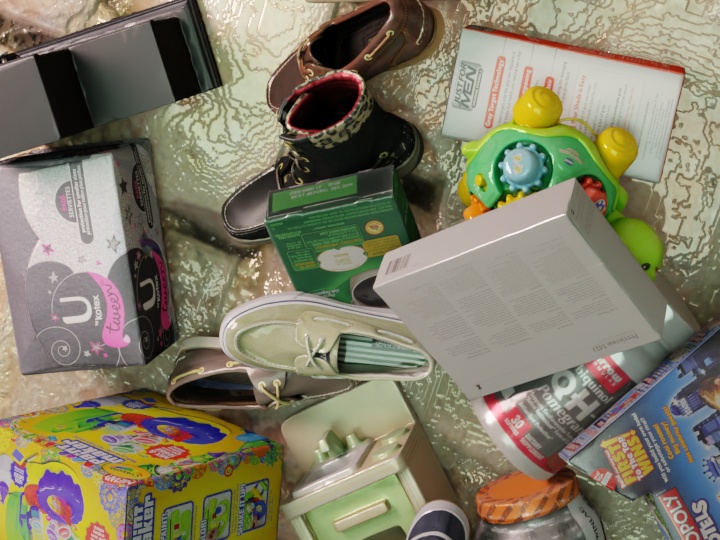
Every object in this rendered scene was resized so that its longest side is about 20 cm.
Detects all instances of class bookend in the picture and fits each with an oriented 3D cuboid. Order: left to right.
[{"bbox_3d":[-0.253,-0.170,1.444,0.197,0.200,0.093,-15,99,15],"label":"bookend"}]

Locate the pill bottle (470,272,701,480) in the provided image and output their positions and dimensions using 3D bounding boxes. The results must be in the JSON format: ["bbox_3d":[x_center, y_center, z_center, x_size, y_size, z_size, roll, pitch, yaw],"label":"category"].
[{"bbox_3d":[0.204,0.088,1.451,0.200,0.111,0.111,-42,91,16],"label":"pill bottle"}]

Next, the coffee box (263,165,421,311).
[{"bbox_3d":[0.000,0.000,1.458,0.122,0.044,0.201,-11,134,14],"label":"coffee box"}]

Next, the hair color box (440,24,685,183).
[{"bbox_3d":[0.179,-0.149,1.433,0.198,0.061,0.102,14,105,8],"label":"hair color box"}]

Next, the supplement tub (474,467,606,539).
[{"bbox_3d":[0.176,0.292,1.494,0.122,0.123,0.202,-12,100,14],"label":"supplement tub"}]

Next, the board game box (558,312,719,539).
[{"bbox_3d":[0.280,0.159,1.363,0.199,0.062,0.201,-26,89,0],"label":"board game box"}]

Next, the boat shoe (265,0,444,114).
[{"bbox_3d":[-0.020,-0.191,1.427,0.199,0.070,0.071,-27,68,39],"label":"boat shoe"}]

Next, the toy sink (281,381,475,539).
[{"bbox_3d":[0.010,0.219,1.517,0.130,0.112,0.201,-24,96,15],"label":"toy sink"}]

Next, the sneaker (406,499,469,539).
[{"bbox_3d":[0.047,0.312,1.423,0.069,0.109,0.202,14,108,5],"label":"sneaker"}]

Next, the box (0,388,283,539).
[{"bbox_3d":[-0.208,0.206,1.480,0.199,0.192,0.123,16,107,38],"label":"box"}]

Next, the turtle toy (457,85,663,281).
[{"bbox_3d":[0.172,-0.055,1.382,0.199,0.101,0.146,27,137,-7],"label":"turtle toy"}]

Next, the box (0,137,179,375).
[{"bbox_3d":[-0.257,-0.014,1.522,0.131,0.115,0.202,-5,101,13],"label":"box"}]

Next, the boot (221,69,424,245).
[{"bbox_3d":[-0.056,-0.102,1.437,0.202,0.154,0.074,-24,67,11],"label":"boot"}]

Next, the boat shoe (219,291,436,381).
[{"bbox_3d":[-0.027,0.062,1.432,0.198,0.062,0.073,1,108,0],"label":"boat shoe"}]

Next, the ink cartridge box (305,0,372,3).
[{"bbox_3d":[0.031,-0.338,1.416,0.163,0.075,0.202,1,101,10],"label":"ink cartridge box"}]

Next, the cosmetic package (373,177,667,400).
[{"bbox_3d":[0.134,0.021,1.359,0.199,0.052,0.151,-21,121,34],"label":"cosmetic package"}]

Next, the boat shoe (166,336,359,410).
[{"bbox_3d":[-0.090,0.102,1.515,0.198,0.060,0.072,1,137,23],"label":"boat shoe"}]
